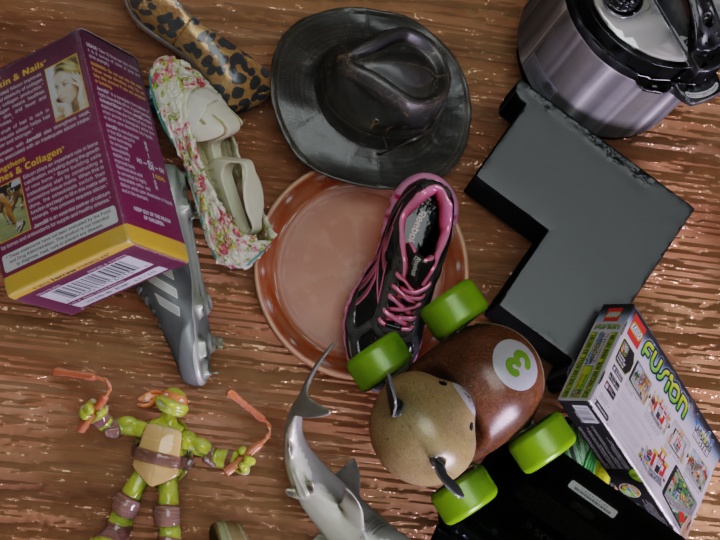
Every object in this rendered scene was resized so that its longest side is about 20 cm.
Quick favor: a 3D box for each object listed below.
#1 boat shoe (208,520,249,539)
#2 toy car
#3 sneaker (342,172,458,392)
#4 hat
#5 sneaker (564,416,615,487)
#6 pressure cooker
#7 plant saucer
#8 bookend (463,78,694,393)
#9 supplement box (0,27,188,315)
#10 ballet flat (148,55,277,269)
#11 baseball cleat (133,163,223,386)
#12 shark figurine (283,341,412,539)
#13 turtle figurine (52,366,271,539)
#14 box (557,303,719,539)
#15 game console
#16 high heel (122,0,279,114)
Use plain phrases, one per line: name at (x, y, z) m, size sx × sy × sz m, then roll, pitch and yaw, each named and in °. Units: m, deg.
boat shoe at (-0.070, 0.303, 1.493) m, size 0.063 × 0.073 × 0.202 m, roll -26°, pitch 89°, yaw -18°
toy car at (0.068, 0.115, 1.376) m, size 0.157 × 0.200 × 0.165 m, roll -35°, pitch 85°, yaw 12°
sneaker at (0.038, 0.009, 1.503) m, size 0.078 × 0.095 × 0.202 m, roll 16°, pitch 88°, yaw -8°
hat at (0.021, -0.169, 1.548) m, size 0.198 × 0.081 × 0.203 m, roll 6°, pitch 71°, yaw -17°
sneaker at (0.180, 0.230, 1.546) m, size 0.084 × 0.078 × 0.202 m, roll 11°, pitch 80°, yaw 12°
pressure cooker at (0.248, -0.227, 1.537) m, size 0.174 × 0.200 × 0.180 m, roll 24°, pitch 65°, yaw -7°
plant saucer at (0.000, 0.000, 1.566) m, size 0.198 × 0.032 × 0.203 m, roll 1°, pitch 81°, yaw -7°
bookend at (0.163, -0.028, 1.563) m, size 0.198 × 0.092 × 0.201 m, roll 35°, pitch 80°, yaw 0°
supplement box at (-0.245, -0.082, 1.466) m, size 0.130 × 0.103 × 0.202 m, roll -22°, pitch 72°, yaw 20°
ballet flat at (-0.123, -0.100, 1.508) m, size 0.075 × 0.063 × 0.202 m, roll -28°, pitch 100°, yaw -48°
baseball cleat at (-0.185, 0.009, 1.529) m, size 0.105 × 0.070 × 0.203 m, roll -9°, pitch 78°, yaw 4°
shark figurine at (-0.023, 0.176, 1.508) m, size 0.216 × 0.127 × 0.090 m, roll 62°, pitch 37°, yaw -17°
turtle figurine at (-0.187, 0.168, 1.497) m, size 0.198 × 0.064 × 0.163 m, roll 15°, pitch 85°, yaw -2°
box at (0.251, 0.137, 1.512) m, size 0.201 × 0.034 × 0.111 m, roll 54°, pitch 52°, yaw -32°
game console at (0.162, 0.271, 1.495) m, size 0.199 × 0.117 × 0.176 m, roll 34°, pitch 64°, yaw 23°
high heel at (-0.146, -0.242, 1.556) m, size 0.141 × 0.071 × 0.203 m, roll -3°, pitch 96°, yaw -5°
